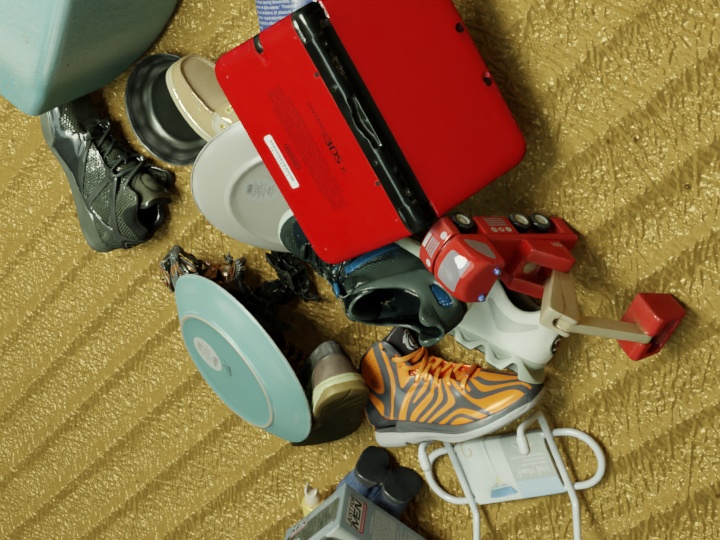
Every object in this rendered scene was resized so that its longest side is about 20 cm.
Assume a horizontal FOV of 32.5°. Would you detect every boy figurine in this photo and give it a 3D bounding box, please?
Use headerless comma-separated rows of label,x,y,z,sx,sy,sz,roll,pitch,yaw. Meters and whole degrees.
boy figurine,-0.015,0.273,1.302,0.124,0.064,0.200,35,122,7

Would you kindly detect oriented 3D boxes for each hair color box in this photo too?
hair color box,0.027,0.309,1.240,0.200,0.061,0.099,37,122,-17

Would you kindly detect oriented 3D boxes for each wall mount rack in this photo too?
wall mount rack,0.141,0.227,1.177,0.199,0.074,0.175,-16,101,36

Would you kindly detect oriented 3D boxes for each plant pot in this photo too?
plant pot,-0.298,-0.269,1.176,0.195,0.196,0.200,37,130,13

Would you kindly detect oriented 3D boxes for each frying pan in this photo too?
frying pan,-0.153,-0.151,1.228,0.189,0.031,0.116,18,119,21

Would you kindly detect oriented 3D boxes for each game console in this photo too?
game console,0.008,-0.133,1.027,0.172,0.119,0.201,-21,103,40

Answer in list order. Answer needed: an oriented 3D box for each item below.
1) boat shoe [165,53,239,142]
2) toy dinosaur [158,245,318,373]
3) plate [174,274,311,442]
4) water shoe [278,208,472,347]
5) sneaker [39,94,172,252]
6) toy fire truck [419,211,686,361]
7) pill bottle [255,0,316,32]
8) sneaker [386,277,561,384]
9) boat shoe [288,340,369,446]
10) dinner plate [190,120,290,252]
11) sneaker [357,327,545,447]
boat shoe,-0.097,-0.138,1.166,0.200,0.074,0.069,43,144,-2
toy dinosaur,-0.111,0.039,1.261,0.199,0.103,0.136,24,145,-19
plate,-0.124,0.093,1.206,0.200,0.026,0.201,38,151,25
water shoe,0.000,0.000,1.077,0.199,0.079,0.072,20,138,25
sneaker,-0.258,-0.117,1.283,0.114,0.076,0.200,-6,110,32
toy fire truck,0.160,0.014,1.033,0.141,0.199,0.049,55,132,37
pill bottle,-0.038,-0.251,1.063,0.110,0.111,0.201,3,111,31
sneaker,0.096,0.017,1.127,0.199,0.074,0.089,28,108,17
boat shoe,-0.034,0.125,1.227,0.200,0.073,0.065,122,138,-62
dinner plate,-0.054,-0.071,1.124,0.199,0.024,0.201,-2,142,-1
sneaker,0.071,0.100,1.165,0.199,0.078,0.113,-16,102,36
